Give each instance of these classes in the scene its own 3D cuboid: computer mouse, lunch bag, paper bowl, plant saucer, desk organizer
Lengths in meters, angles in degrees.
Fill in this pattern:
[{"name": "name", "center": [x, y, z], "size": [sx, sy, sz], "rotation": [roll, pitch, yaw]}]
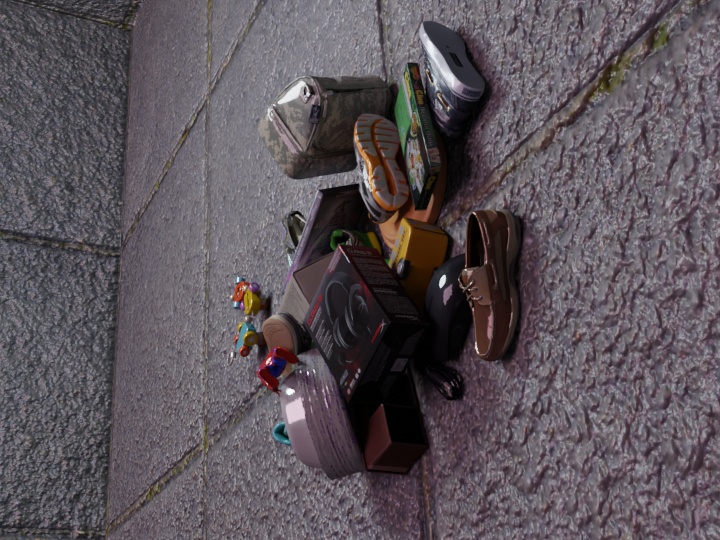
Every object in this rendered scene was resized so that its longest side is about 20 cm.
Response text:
[{"name": "computer mouse", "center": [0.116, 0.069, 1.410], "size": [0.138, 0.052, 0.203], "rotation": [-136, 59, -62]}, {"name": "lunch bag", "center": [-0.055, -0.260, 1.713], "size": [0.140, 0.198, 0.168], "rotation": [56, 130, 19]}, {"name": "paper bowl", "center": [-0.058, 0.223, 1.559], "size": [0.201, 0.103, 0.204], "rotation": [-18, -90, -84]}, {"name": "plant saucer", "center": [0.074, -0.131, 1.596], "size": [0.200, 0.032, 0.203], "rotation": [145, 129, -58]}, {"name": "desk organizer", "center": [0.037, 0.199, 1.516], "size": [0.077, 0.071, 0.202], "rotation": [-54, 36, 39]}]

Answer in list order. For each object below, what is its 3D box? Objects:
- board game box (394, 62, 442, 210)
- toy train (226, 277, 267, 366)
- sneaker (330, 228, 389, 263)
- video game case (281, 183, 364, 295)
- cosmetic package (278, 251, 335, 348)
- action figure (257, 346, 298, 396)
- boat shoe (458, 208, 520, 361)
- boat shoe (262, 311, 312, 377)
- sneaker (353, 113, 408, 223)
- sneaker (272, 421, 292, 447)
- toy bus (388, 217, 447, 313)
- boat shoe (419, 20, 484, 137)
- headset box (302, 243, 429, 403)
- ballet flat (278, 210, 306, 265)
[{"name": "board game box", "center": [0.084, -0.201, 1.504], "size": [0.105, 0.023, 0.202], "rotation": [103, 161, -56]}, {"name": "toy train", "center": [-0.240, 0.104, 2.165], "size": [0.150, 0.055, 0.203], "rotation": [143, 134, -58]}, {"name": "sneaker", "center": [0.000, 0.000, 1.645], "size": [0.079, 0.084, 0.201], "rotation": [-68, 28, 24]}, {"name": "video game case", "center": [-0.059, -0.054, 1.739], "size": [0.019, 0.142, 0.202], "rotation": [35, 117, 25]}, {"name": "cosmetic package", "center": [-0.068, 0.060, 1.672], "size": [0.104, 0.086, 0.200], "rotation": [59, 161, 10]}, {"name": "action figure", "center": [-0.126, 0.146, 1.509], "size": [0.066, 0.051, 0.200], "rotation": [-57, 5, -7]}, {"name": "boat shoe", "center": [0.160, 0.017, 1.311], "size": [0.076, 0.071, 0.203], "rotation": [-23, 61, 61]}, {"name": "boat shoe", "center": [-0.110, 0.111, 1.617], "size": [0.072, 0.065, 0.201], "rotation": [39, 158, 19]}, {"name": "sneaker", "center": [0.023, -0.165, 1.596], "size": [0.078, 0.077, 0.202], "rotation": [118, 151, -52]}, {"name": "sneaker", "center": [-0.091, 0.282, 1.749], "size": [0.200, 0.079, 0.079], "rotation": [-30, 55, 58]}, {"name": "toy bus", "center": [0.069, 0.031, 1.502], "size": [0.078, 0.064, 0.203], "rotation": [-126, 50, -66]}, {"name": "boat shoe", "center": [0.120, -0.290, 1.506], "size": [0.202, 0.070, 0.092], "rotation": [-107, 34, -45]}, {"name": "headset box", "center": [0.000, 0.070, 1.458], "size": [0.201, 0.076, 0.150], "rotation": [56, 129, 42]}, {"name": "ballet flat", "center": [-0.111, -0.051, 1.926], "size": [0.073, 0.071, 0.201], "rotation": [-65, 31, 30]}]
